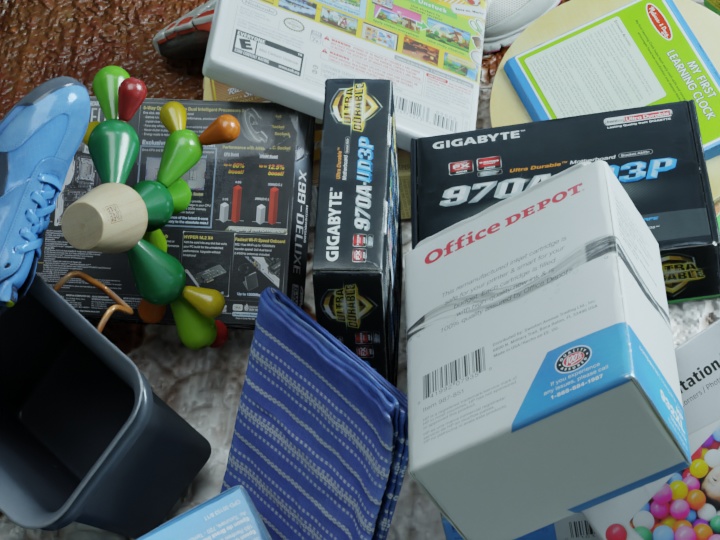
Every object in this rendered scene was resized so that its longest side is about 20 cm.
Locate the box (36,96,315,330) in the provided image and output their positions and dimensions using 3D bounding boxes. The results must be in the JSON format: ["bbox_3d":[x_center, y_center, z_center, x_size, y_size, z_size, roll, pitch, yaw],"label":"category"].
[{"bbox_3d":[-0.136,-0.041,1.631,0.198,0.050,0.159,2,85,14],"label":"box"}]

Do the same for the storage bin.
[{"bbox_3d":[-0.193,0.082,1.525,0.200,0.134,0.146,38,91,32],"label":"storage bin"}]

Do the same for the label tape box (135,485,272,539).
[{"bbox_3d":[-0.089,0.255,1.418,0.143,0.066,0.201,-26,74,-10],"label":"label tape box"}]

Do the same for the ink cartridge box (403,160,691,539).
[{"bbox_3d":[0.107,0.048,1.369,0.144,0.084,0.201,-26,35,20],"label":"ink cartridge box"}]

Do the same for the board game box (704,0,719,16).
[{"bbox_3d":[0.367,-0.184,1.693,0.134,0.029,0.200,-32,53,-15],"label":"board game box"}]

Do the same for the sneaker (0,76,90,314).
[{"bbox_3d":[-0.220,-0.026,1.465,0.078,0.066,0.201,36,92,30],"label":"sneaker"}]

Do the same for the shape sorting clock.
[{"bbox_3d":[0.191,-0.116,1.640,0.198,0.039,0.201,-5,61,8],"label":"shape sorting clock"}]

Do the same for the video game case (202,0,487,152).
[{"bbox_3d":[-0.006,-0.173,1.643,0.199,0.023,0.183,19,48,-13],"label":"video game case"}]

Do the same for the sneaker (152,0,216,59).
[{"bbox_3d":[-0.073,-0.173,1.757,0.199,0.082,0.077,-8,23,37],"label":"sneaker"}]

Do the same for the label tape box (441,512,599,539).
[{"bbox_3d":[0.120,0.079,1.499,0.142,0.066,0.201,-7,60,7],"label":"label tape box"}]

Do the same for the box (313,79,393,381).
[{"bbox_3d":[0.000,0.000,1.512,0.046,0.201,0.160,1,52,4],"label":"box"}]

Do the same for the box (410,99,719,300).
[{"bbox_3d":[0.134,-0.038,1.529,0.198,0.046,0.160,-7,39,7],"label":"box"}]

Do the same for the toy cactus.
[{"bbox_3d":[-0.140,-0.037,1.521,0.101,0.202,0.165,-8,6,20],"label":"toy cactus"}]

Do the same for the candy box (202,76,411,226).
[{"bbox_3d":[-0.019,-0.094,1.693,0.198,0.055,0.116,-5,52,9],"label":"candy box"}]

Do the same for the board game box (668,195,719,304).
[{"bbox_3d":[0.233,-0.066,1.637,0.133,0.029,0.201,-10,51,5],"label":"board game box"}]

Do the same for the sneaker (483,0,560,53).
[{"bbox_3d":[0.057,-0.221,1.758,0.198,0.089,0.082,-5,51,8],"label":"sneaker"}]

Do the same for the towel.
[{"bbox_3d":[-0.035,0.126,1.439,0.024,0.201,0.145,-17,43,-39],"label":"towel"}]

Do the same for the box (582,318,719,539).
[{"bbox_3d":[0.225,0.143,1.378,0.155,0.041,0.201,-34,81,7],"label":"box"}]
